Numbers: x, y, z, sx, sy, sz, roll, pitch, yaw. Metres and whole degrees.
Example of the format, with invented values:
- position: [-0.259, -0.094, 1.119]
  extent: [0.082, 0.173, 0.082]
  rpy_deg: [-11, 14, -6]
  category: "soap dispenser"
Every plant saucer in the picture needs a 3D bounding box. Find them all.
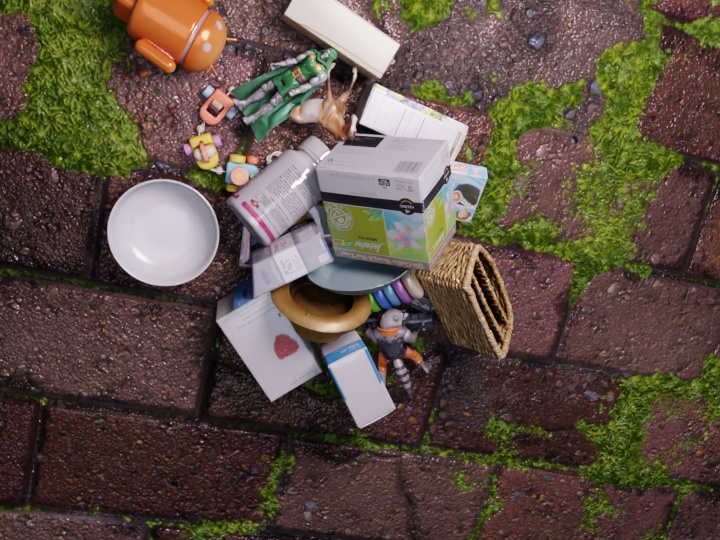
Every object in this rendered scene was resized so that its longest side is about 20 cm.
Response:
- position: [0.000, 0.000, 1.301]
  extent: [0.201, 0.201, 0.039]
  rpy_deg: [-12, 119, -7]
  category: "plant saucer"

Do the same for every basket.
- position: [0.232, 0.048, 1.343]
  extent: [0.143, 0.149, 0.200]
  rpy_deg: [-40, 117, -22]
  category: "basket"

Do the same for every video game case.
- position: [-0.131, -0.068, 1.376]
  extent: [0.200, 0.017, 0.143]
  rpy_deg: [6, 105, -12]
  category: "video game case"

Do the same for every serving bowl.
- position: [-0.364, -0.074, 1.306]
  extent: [0.200, 0.066, 0.201]
  rpy_deg: [-3, 105, -10]
  category: "serving bowl"

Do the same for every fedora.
- position: [-0.077, 0.074, 1.303]
  extent: [0.200, 0.201, 0.082]
  rpy_deg: [5, 122, -12]
  category: "fedora"

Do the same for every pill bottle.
- position: [-0.136, -0.149, 1.290]
  extent: [0.200, 0.113, 0.113]
  rpy_deg: [-42, 109, -10]
  category: "pill bottle"

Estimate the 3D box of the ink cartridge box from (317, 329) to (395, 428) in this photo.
- position: [-0.018, 0.192, 1.374]
  extent: [0.086, 0.200, 0.147]
  rpy_deg: [-26, 109, -4]
  category: "ink cartridge box"

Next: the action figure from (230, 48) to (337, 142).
- position: [-0.127, -0.329, 1.230]
  extent: [0.200, 0.055, 0.118]
  rpy_deg: [-32, 79, 8]
  category: "action figure"

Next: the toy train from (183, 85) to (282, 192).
- position: [-0.238, -0.234, 1.289]
  extent: [0.150, 0.056, 0.200]
  rpy_deg: [-43, 108, 4]
  category: "toy train"

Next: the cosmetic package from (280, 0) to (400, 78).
- position: [-0.037, -0.426, 1.246]
  extent: [0.200, 0.104, 0.073]
  rpy_deg: [29, 98, -16]
  category: "cosmetic package"

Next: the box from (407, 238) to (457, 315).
- position: [0.112, -0.014, 1.419]
  extent: [0.200, 0.049, 0.161]
  rpy_deg: [25, 102, -15]
  category: "box"

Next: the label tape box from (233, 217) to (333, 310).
- position: [-0.159, -0.017, 1.299]
  extent: [0.200, 0.144, 0.063]
  rpy_deg: [-26, 108, -2]
  category: "label tape box"

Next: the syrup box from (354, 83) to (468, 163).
- position: [0.094, -0.278, 1.324]
  extent: [0.200, 0.079, 0.082]
  rpy_deg: [20, 101, -15]
  category: "syrup box"

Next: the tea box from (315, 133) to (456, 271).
- position: [0.051, -0.124, 1.249]
  extent: [0.200, 0.134, 0.197]
  rpy_deg: [9, 132, 27]
  category: "tea box"

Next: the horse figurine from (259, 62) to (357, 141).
- position: [-0.087, -0.310, 1.269]
  extent: [0.200, 0.050, 0.133]
  rpy_deg: [11, 100, 18]
  category: "horse figurine"

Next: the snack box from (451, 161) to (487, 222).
- position: [0.130, -0.161, 1.342]
  extent: [0.200, 0.037, 0.116]
  rpy_deg: [10, 137, -3]
  category: "snack box"

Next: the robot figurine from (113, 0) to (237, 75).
- position: [-0.314, -0.419, 1.191]
  extent: [0.200, 0.144, 0.117]
  rpy_deg: [29, 121, -16]
  category: "robot figurine"

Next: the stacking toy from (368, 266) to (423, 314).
- position: [0.019, 0.055, 1.365]
  extent: [0.200, 0.085, 0.085]
  rpy_deg: [-27, 109, 14]
  category: "stacking toy"

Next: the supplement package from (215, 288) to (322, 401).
- position: [-0.178, 0.129, 1.369]
  extent: [0.121, 0.120, 0.200]
  rpy_deg: [-31, 109, -1]
  category: "supplement package"

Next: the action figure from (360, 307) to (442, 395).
- position: [0.096, 0.150, 1.423]
  extent: [0.200, 0.105, 0.194]
  rpy_deg: [-11, 127, 12]
  category: "action figure"
